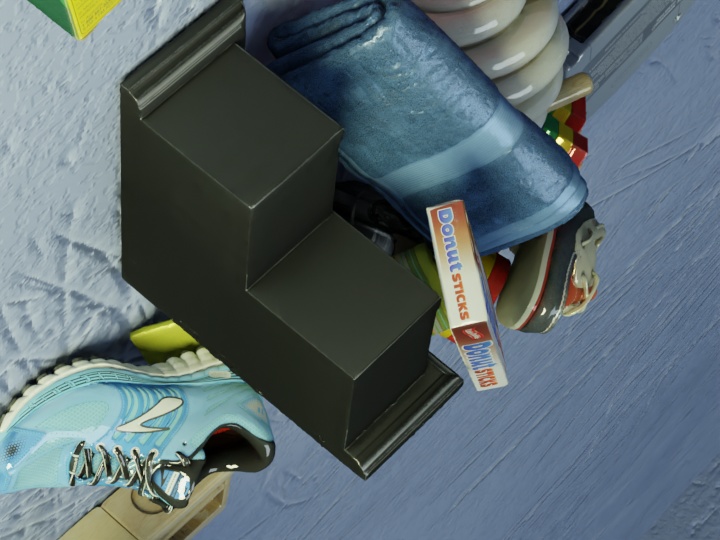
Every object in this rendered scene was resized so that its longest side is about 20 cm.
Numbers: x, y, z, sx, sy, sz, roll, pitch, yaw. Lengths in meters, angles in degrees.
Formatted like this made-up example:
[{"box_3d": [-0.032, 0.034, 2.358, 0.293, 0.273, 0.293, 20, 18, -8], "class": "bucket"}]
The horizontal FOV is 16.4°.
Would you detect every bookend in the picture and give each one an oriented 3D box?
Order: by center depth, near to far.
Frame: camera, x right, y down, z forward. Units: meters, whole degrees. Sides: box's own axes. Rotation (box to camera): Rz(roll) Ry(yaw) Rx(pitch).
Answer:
[{"box_3d": [-0.035, -0.017, 1.402, 0.092, 0.199, 0.200, -42, 159, -26], "class": "bookend"}]

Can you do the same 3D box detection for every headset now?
[{"box_3d": [0.000, 0.000, 1.645, 0.200, 0.094, 0.124, 125, -15, -64], "class": "headset"}]

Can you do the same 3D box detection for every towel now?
[{"box_3d": [0.039, -0.081, 1.465, 0.111, 0.200, 0.049, -20, -137, 35], "class": "towel"}, {"box_3d": [-0.039, 0.033, 1.582, 0.199, 0.018, 0.086, -16, 142, 10], "class": "towel"}]

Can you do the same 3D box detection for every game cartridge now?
[{"box_3d": [0.199, -0.188, 1.918, 0.200, 0.040, 0.133, -46, 158, -17], "class": "game cartridge"}]

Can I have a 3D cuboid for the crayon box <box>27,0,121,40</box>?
[{"box_3d": [-0.111, -0.202, 1.089, 0.127, 0.051, 0.200, -46, 162, -17], "class": "crayon box"}]

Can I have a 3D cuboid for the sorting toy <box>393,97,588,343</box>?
[{"box_3d": [0.085, -0.046, 1.729, 0.199, 0.069, 0.200, -58, -173, 19], "class": "sorting toy"}]

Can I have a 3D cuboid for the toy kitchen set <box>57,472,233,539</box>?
[{"box_3d": [-0.101, 0.215, 1.691, 0.180, 0.200, 0.163, -41, 160, -30], "class": "toy kitchen set"}]

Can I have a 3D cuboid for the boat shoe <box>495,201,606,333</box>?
[{"box_3d": [0.136, -0.002, 1.719, 0.071, 0.062, 0.200, -55, -174, 20], "class": "boat shoe"}]

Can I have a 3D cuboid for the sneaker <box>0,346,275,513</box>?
[{"box_3d": [-0.135, 0.104, 1.524, 0.199, 0.090, 0.079, -11, 142, -32], "class": "sneaker"}]

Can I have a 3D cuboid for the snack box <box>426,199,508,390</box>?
[{"box_3d": [0.064, 0.018, 1.474, 0.024, 0.072, 0.200, -11, 166, 4], "class": "snack box"}]

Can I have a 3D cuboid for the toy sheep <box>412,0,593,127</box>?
[{"box_3d": [0.067, -0.140, 1.529, 0.138, 0.138, 0.201, -40, 131, -31], "class": "toy sheep"}]
